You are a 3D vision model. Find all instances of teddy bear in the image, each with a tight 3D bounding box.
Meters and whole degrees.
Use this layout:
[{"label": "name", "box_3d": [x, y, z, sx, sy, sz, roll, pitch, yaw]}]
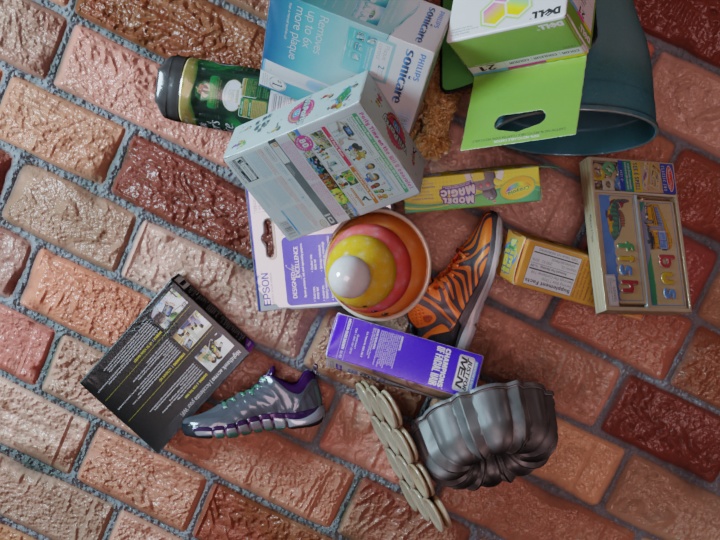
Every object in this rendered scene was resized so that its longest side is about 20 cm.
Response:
[{"label": "teddy bear", "box_3d": [0.100, -0.241, 1.134, 0.201, 0.066, 0.145, -51, 55, 14]}]

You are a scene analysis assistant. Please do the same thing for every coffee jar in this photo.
[{"label": "coffee jar", "box_3d": [-0.162, -0.223, 1.146, 0.197, 0.104, 0.087, 11, 98, 2]}]

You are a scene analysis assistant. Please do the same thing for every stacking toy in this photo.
[{"label": "stacking toy", "box_3d": [0.000, 0.000, 1.071, 0.144, 0.200, 0.148, 1, 95, 16]}]

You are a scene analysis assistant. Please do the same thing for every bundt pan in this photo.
[{"label": "bundt pan", "box_3d": [0.166, 0.224, 1.140, 0.199, 0.203, 0.077, -16, 57, 5]}]

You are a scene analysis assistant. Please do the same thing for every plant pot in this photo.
[{"label": "plant pot", "box_3d": [0.263, -0.258, 1.082, 0.197, 0.200, 0.191, 2, 84, 3]}]

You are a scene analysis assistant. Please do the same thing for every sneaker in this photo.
[{"label": "sneaker", "box_3d": [-0.149, 0.179, 1.218, 0.197, 0.074, 0.089, -6, 87, -12]}, {"label": "sneaker", "box_3d": [0.117, 0.008, 1.175, 0.111, 0.078, 0.203, 17, 98, 0]}]

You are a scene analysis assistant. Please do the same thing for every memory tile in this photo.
[{"label": "memory tile", "box_3d": [0.055, 0.243, 1.176, 0.017, 0.153, 0.202, -25, 96, -14]}]

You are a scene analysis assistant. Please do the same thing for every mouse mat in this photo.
[{"label": "mouse mat", "box_3d": [0.181, -0.301, 1.045, 0.198, 0.008, 0.163, -13, 61, 32]}]

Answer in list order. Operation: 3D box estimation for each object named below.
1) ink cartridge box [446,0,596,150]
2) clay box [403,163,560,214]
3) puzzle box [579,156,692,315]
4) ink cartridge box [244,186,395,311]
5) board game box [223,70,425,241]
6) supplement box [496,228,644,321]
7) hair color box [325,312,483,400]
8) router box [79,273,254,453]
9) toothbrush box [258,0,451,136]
[{"label": "ink cartridge box", "box_3d": [0.172, -0.245, 0.969, 0.146, 0.076, 0.203, -3, 65, 35]}, {"label": "clay box", "box_3d": [0.153, -0.108, 1.139, 0.197, 0.115, 0.048, -4, 98, 4]}, {"label": "puzzle box", "box_3d": [0.352, -0.043, 1.126, 0.131, 0.025, 0.203, 1, 76, -19]}, {"label": "ink cartridge box", "box_3d": [-0.049, -0.052, 1.195, 0.197, 0.047, 0.201, -4, 98, 6]}, {"label": "board game box", "box_3d": [-0.042, -0.133, 1.067, 0.198, 0.065, 0.148, -16, 130, 28]}, {"label": "supplement box", "box_3d": [0.280, 0.005, 1.148, 0.198, 0.067, 0.070, 17, 98, -15]}, {"label": "hair color box", "box_3d": [0.055, 0.121, 1.170, 0.197, 0.109, 0.066, 15, 77, 2]}, {"label": "router box", "box_3d": [-0.267, 0.129, 1.224, 0.149, 0.051, 0.200, 43, 98, -5]}, {"label": "toothbrush box", "box_3d": [-0.009, -0.261, 1.041, 0.198, 0.147, 0.086, 21, 54, 1]}]
